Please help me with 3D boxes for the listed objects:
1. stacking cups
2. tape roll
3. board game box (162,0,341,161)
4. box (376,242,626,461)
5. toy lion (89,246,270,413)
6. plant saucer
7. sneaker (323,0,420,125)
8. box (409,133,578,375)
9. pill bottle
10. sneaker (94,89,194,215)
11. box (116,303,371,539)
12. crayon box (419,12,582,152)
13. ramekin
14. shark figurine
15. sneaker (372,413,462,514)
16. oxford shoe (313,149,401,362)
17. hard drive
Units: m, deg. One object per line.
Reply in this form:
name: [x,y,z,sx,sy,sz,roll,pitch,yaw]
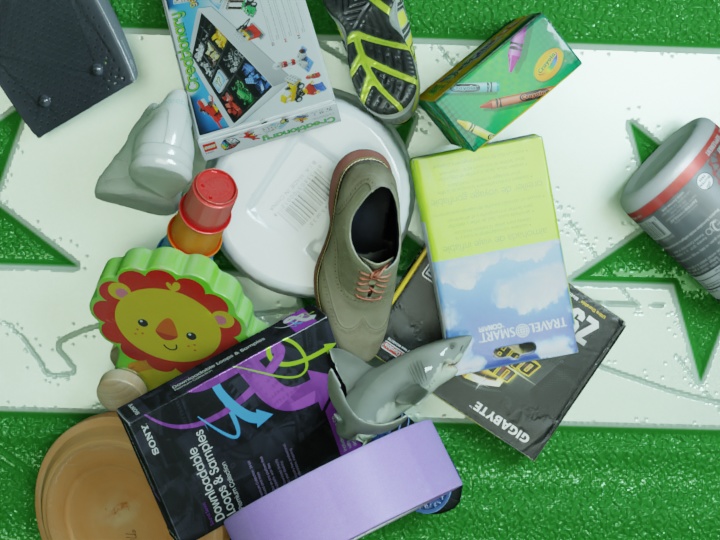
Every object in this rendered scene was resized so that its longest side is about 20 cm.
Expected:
stacking cups: [-0.149,-0.023,1.586,0.060,0.200,0.061,12,55,-17]
tape roll: [-0.015,0.200,1.531,0.200,0.200,0.066,-27,81,1]
board game box: [-0.102,-0.201,1.592,0.126,0.035,0.200,-16,59,0]
box: [0.123,0.058,1.673,0.200,0.049,0.160,34,91,-5]
toy lion: [-0.148,0.064,1.602,0.200,0.069,0.192,20,134,-4]
plant saucer: [-0.215,0.230,1.642,0.200,0.032,0.201,6,106,22]
sneaker: [0.008,-0.224,1.627,0.075,0.076,0.200,-10,72,5]
box: [0.122,-0.015,1.617,0.122,0.048,0.200,-11,96,0]
pill bottle: [0.346,-0.035,1.638,0.200,0.116,0.116,43,93,-6]
sneaker: [-0.182,-0.106,1.584,0.075,0.200,0.089,14,75,-19]
box: [-0.099,0.137,1.565,0.200,0.036,0.143,-28,120,-15]
crayon box: [0.118,-0.166,1.575,0.119,0.200,0.058,-40,97,1]
ramekin: [-0.047,-0.070,1.629,0.200,0.098,0.201,0,95,-2]
shark figurine: [0.000,0.102,1.528,0.128,0.214,0.090,-40,85,28]
sneaker: [0.015,0.155,1.672,0.200,0.078,0.070,45,95,16]
oxford shoe: [0.000,0.000,1.546,0.070,0.075,0.200,-6,116,-12]
hard drive: [-0.291,-0.236,1.610,0.135,0.042,0.200,-26,97,26]
